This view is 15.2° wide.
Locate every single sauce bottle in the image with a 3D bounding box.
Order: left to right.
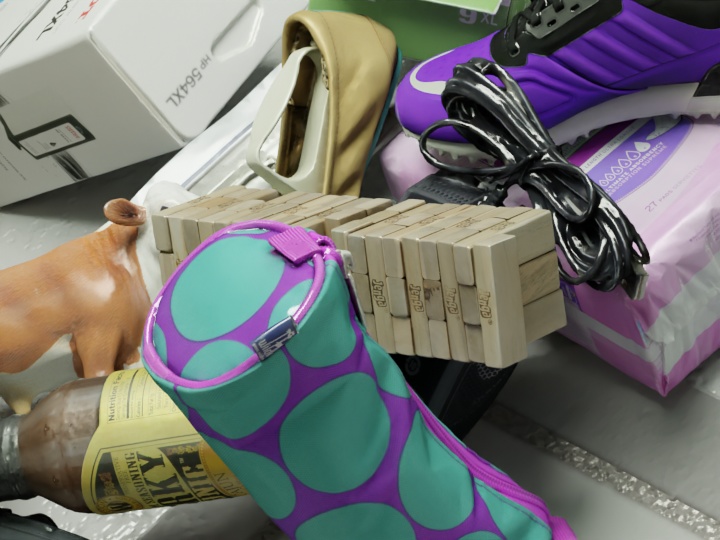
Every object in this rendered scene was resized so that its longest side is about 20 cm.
[{"bbox_3d":[-0.096,0.075,1.199,0.199,0.065,0.065,-10,41,17],"label":"sauce bottle"}]

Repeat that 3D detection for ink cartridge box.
[{"bbox_3d":[-0.132,-0.124,1.446,0.200,0.084,0.146,-14,33,52],"label":"ink cartridge box"},{"bbox_3d":[0.035,-0.149,1.368,0.103,0.060,0.200,14,28,8],"label":"ink cartridge box"}]

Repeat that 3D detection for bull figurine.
[{"bbox_3d":[-0.144,0.035,1.303,0.199,0.065,0.122,-17,69,19],"label":"bull figurine"}]

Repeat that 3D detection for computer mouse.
[{"bbox_3d":[0.045,0.020,1.204,0.200,0.053,0.139,-54,54,23],"label":"computer mouse"}]

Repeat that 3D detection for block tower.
[{"bbox_3d":[0.000,0.000,1.165,0.200,0.054,0.058,7,22,44],"label":"block tower"}]

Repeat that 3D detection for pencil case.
[{"bbox_3d":[0.001,0.072,1.101,0.092,0.200,0.085,-36,34,5],"label":"pencil case"}]

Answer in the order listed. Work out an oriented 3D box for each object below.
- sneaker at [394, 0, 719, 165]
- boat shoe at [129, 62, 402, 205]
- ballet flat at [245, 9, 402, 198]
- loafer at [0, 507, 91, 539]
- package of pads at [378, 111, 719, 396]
[{"bbox_3d":[0.105,-0.115,1.211,0.199,0.100,0.070,-10,35,15],"label":"sneaker"},{"bbox_3d":[-0.055,-0.031,1.360,0.200,0.071,0.070,-43,66,-8],"label":"boat shoe"},{"bbox_3d":[-0.033,-0.028,1.279,0.069,0.063,0.201,-5,71,55],"label":"ballet flat"},{"bbox_3d":[-0.166,0.142,1.236,0.070,0.068,0.200,-21,23,-40],"label":"loafer"},{"bbox_3d":[0.114,-0.033,1.254,0.120,0.076,0.200,-37,39,-17],"label":"package of pads"}]
